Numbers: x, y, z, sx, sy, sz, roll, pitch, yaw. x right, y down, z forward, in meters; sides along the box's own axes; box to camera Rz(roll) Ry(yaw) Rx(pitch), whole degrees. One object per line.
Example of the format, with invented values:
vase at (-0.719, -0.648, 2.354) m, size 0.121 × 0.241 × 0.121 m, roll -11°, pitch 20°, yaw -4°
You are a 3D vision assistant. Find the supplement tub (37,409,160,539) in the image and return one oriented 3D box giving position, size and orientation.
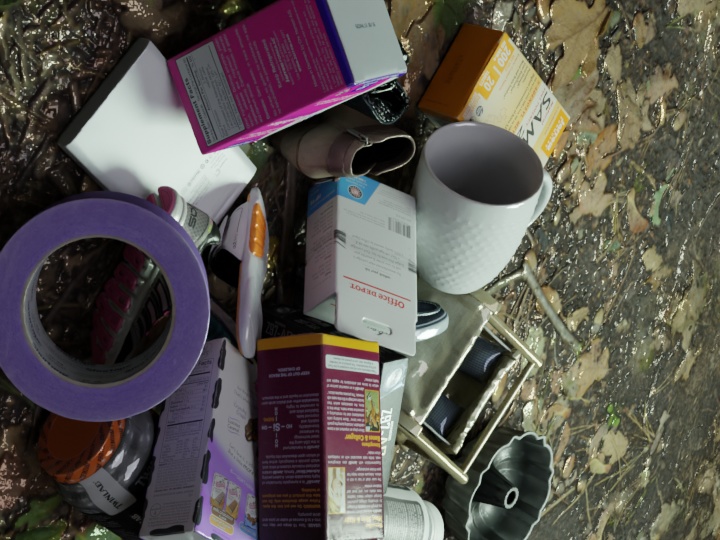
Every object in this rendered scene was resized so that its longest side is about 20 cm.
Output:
supplement tub at (-0.230, 0.208, 1.222) m, size 0.123 × 0.122 × 0.200 m, roll -55°, pitch 137°, yaw -14°

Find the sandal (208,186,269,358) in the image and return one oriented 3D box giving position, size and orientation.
sandal at (-0.131, -0.003, 1.240) m, size 0.080 × 0.058 × 0.209 m, roll 83°, pitch 7°, yaw -50°

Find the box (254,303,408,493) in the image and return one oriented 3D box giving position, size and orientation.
box at (-0.045, 0.143, 1.330) m, size 0.043 × 0.198 × 0.163 m, roll -7°, pitch 111°, yaw -48°

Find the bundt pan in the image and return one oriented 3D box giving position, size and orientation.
bundt pan at (0.193, 0.317, 1.743) m, size 0.200 × 0.075 × 0.205 m, roll -20°, pitch 120°, yaw -39°

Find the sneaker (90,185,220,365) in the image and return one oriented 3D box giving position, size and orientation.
sneaker at (-0.200, 0.020, 1.190) m, size 0.087 × 0.074 × 0.202 m, roll 20°, pitch 100°, yaw -36°

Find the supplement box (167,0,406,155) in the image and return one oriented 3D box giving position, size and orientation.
supplement box at (-0.072, -0.195, 1.139) m, size 0.101 × 0.198 × 0.105 m, roll -25°, pitch 97°, yaw -54°

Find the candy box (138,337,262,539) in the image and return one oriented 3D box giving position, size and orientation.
candy box at (-0.132, 0.197, 1.206) m, size 0.168 × 0.071 × 0.202 m, roll 46°, pitch 40°, yaw -47°

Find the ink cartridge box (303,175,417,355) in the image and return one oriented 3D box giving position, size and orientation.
ink cartridge box at (0.000, 0.000, 1.328) m, size 0.115 × 0.066 × 0.203 m, roll 21°, pitch 56°, yaw -31°

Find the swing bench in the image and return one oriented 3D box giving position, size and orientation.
swing bench at (0.103, 0.128, 1.532) m, size 0.200 × 0.129 × 0.200 m, roll -55°, pitch 136°, yaw -13°

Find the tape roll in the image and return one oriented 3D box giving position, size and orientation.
tape roll at (-0.237, 0.031, 1.095) m, size 0.197 × 0.085 × 0.203 m, roll -1°, pitch 98°, yaw -8°

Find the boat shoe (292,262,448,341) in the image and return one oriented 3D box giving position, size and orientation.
boat shoe at (0.015, 0.033, 1.408) m, size 0.197 × 0.071 × 0.092 m, roll -2°, pitch 107°, yaw -20°

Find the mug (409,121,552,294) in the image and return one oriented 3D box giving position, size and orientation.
mug at (0.148, -0.070, 1.442) m, size 0.198 × 0.148 × 0.177 m, roll -18°, pitch 143°, yaw -28°

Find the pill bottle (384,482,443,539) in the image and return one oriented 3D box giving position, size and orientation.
pill bottle at (0.020, 0.328, 1.541) m, size 0.199 × 0.110 × 0.112 m, roll 21°, pitch 91°, yaw -48°

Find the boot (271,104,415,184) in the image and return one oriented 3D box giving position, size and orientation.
boot at (0.004, -0.149, 1.302) m, size 0.199 × 0.145 × 0.071 m, roll -32°, pitch 125°, yaw -34°

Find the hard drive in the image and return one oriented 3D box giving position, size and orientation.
hard drive at (-0.198, -0.114, 1.195) m, size 0.133 × 0.027 × 0.200 m, roll -55°, pitch 137°, yaw -15°

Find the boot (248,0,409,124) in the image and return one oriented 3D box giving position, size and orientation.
boot at (-0.031, -0.252, 1.208) m, size 0.076 × 0.167 × 0.202 m, roll -38°, pitch 130°, yaw -29°

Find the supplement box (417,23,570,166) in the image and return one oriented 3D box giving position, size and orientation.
supplement box at (0.173, -0.201, 1.512) m, size 0.200 × 0.073 × 0.127 m, roll 38°, pitch 79°, yaw -47°

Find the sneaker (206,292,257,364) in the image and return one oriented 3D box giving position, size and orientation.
sneaker at (-0.161, 0.091, 1.286) m, size 0.079 × 0.077 × 0.202 m, roll -34°, pitch 127°, yaw -18°

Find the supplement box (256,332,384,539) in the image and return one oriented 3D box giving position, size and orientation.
supplement box at (-0.040, 0.170, 1.199) m, size 0.110 × 0.085 × 0.203 m, roll 14°, pitch 72°, yaw -56°
